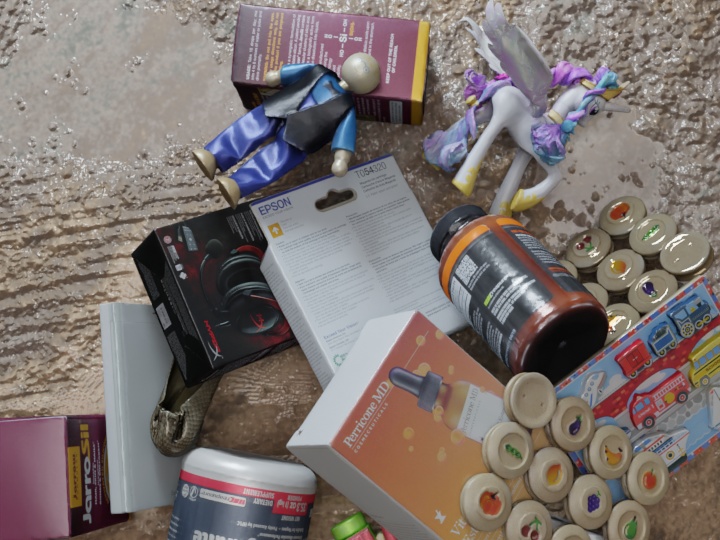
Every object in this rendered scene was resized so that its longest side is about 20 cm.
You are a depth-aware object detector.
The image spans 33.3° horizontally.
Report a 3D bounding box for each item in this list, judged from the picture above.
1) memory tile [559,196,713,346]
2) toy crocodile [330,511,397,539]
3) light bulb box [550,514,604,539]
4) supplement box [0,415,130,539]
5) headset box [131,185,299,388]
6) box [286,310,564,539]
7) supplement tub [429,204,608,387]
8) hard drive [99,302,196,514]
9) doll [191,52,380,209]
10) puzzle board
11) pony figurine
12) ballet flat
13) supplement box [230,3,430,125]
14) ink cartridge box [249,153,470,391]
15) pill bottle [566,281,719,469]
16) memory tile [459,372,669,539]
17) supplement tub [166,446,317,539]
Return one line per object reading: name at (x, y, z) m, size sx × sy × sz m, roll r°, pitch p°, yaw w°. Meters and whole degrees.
memory tile at (0.244, 0.017, 1.215) m, size 0.200 × 0.017 × 0.153 m, roll -44°, pitch 40°, yaw -3°
toy crocodile at (0.033, 0.269, 1.231) m, size 0.198 × 0.062 × 0.068 m, roll -27°, pitch 83°, yaw 0°
light bulb box at (0.200, 0.351, 1.183) m, size 0.196 × 0.125 × 0.202 m, roll 17°, pitch 84°, yaw 4°
supplement box at (-0.292, 0.199, 1.175) m, size 0.084 × 0.200 × 0.112 m, roll -4°, pitch 83°, yaw 5°
headset box at (-0.109, 0.011, 1.221) m, size 0.198 × 0.075 × 0.150 m, roll -19°, pitch 81°, yaw -35°
box at (0.061, 0.160, 1.107) m, size 0.200 × 0.106 × 0.153 m, roll 40°, pitch 69°, yaw -15°
supplement tub at (0.146, 0.017, 1.173) m, size 0.107 × 0.107 × 0.200 m, roll -37°, pitch 46°, yaw -1°
hard drive at (-0.212, 0.137, 1.223) m, size 0.026 × 0.132 × 0.203 m, roll -8°, pitch 83°, yaw 24°
doll at (-0.060, -0.141, 1.170) m, size 0.199 × 0.049 × 0.137 m, roll -39°, pitch 71°, yaw -10°
puzzle board at (0.282, 0.123, 1.142) m, size 0.199 × 0.017 × 0.151 m, roll -36°, pitch 107°, yaw -4°
pony figurine at (0.158, -0.167, 1.240) m, size 0.193 × 0.167 × 0.200 m, roll 40°, pitch 96°, yaw -10°
ballet flat at (-0.168, 0.094, 1.226) m, size 0.067 × 0.047 × 0.202 m, roll 5°, pitch 53°, yaw 19°
supplement box at (-0.028, -0.213, 1.261) m, size 0.197 × 0.110 × 0.087 m, roll 6°, pitch 84°, yaw 3°
ink cartridge box at (0.000, 0.000, 1.221) m, size 0.195 × 0.043 × 0.202 m, roll -22°, pitch 80°, yaw -36°
pill bottle at (0.280, 0.117, 1.209) m, size 0.200 × 0.114 × 0.114 m, roll -43°, pitch 84°, yaw -2°
memory tile at (0.190, 0.198, 1.093) m, size 0.199 × 0.017 × 0.154 m, roll 34°, pitch 72°, yaw -19°
supplement tub at (-0.126, 0.285, 1.197) m, size 0.138 × 0.140 × 0.203 m, roll 10°, pitch 84°, yaw 4°
